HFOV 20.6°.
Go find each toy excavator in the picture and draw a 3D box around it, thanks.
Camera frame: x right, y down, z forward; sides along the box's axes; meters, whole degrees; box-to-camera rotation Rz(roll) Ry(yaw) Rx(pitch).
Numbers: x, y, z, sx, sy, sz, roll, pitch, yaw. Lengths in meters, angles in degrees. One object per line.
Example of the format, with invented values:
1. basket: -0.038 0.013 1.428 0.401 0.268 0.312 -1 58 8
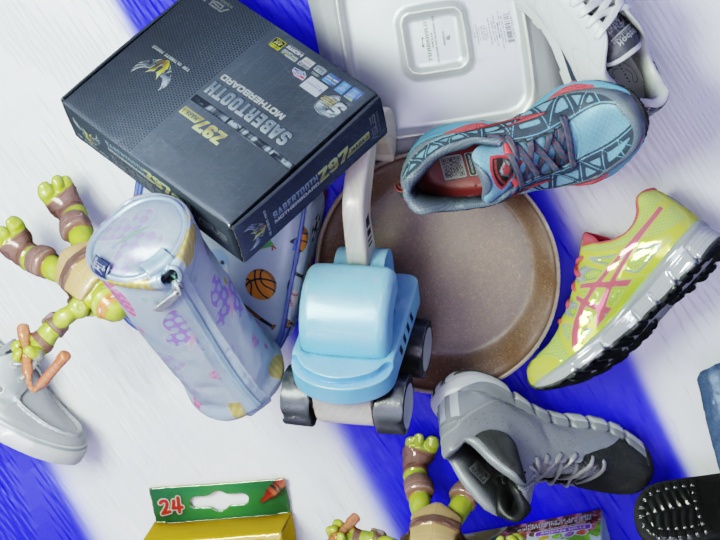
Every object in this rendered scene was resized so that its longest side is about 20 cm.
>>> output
1. toy excavator: 0.000 0.000 1.533 0.100 0.195 0.200 6 133 13

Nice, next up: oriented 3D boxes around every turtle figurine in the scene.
1. turtle figurine: -0.214 -0.009 1.568 0.064 0.161 0.200 29 101 -46
2. turtle figurine: 0.070 0.208 1.594 0.199 0.161 0.065 -1 128 15

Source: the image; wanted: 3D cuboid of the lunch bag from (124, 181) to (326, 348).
1. lunch bag: -0.116 -0.028 1.604 0.160 0.076 0.200 15 106 6

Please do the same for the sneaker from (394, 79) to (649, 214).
1. sneaker: 0.120 -0.079 1.485 0.200 0.096 0.079 -17 105 25

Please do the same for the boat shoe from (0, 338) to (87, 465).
1. boat shoe: -0.307 0.086 1.672 0.200 0.072 0.069 36 107 7

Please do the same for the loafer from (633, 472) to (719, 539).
1. loafer: 0.319 0.198 1.611 0.199 0.071 0.073 -2 61 1

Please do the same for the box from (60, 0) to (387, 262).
1. box: -0.104 -0.117 1.503 0.158 0.051 0.200 -43 58 -18

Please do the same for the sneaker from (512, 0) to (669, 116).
1. sneaker: 0.168 -0.203 1.497 0.076 0.080 0.200 -38 104 -12

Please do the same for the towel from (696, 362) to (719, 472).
1. towel: 0.340 0.158 1.552 0.111 0.049 0.200 -16 73 6

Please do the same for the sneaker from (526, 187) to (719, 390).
1. sneaker: 0.196 0.015 1.576 0.200 0.078 0.090 -46 72 21

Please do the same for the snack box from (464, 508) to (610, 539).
1. snack box: 0.104 0.270 1.603 0.200 0.169 0.068 -13 105 12

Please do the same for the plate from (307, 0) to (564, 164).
1. plate: 0.060 -0.183 1.555 0.199 0.032 0.200 -8 103 10

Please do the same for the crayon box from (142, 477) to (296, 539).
1. crayon box: -0.114 0.282 1.701 0.127 0.051 0.200 -6 104 11

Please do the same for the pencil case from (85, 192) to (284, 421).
1. pencil case: -0.127 0.030 1.488 0.091 0.200 0.083 29 69 38

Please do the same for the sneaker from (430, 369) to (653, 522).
1. sneaker: 0.144 0.163 1.574 0.200 0.116 0.075 21 128 -15

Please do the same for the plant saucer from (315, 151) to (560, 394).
1. plant saucer: 0.064 -0.001 1.596 0.200 0.037 0.201 4 105 13
